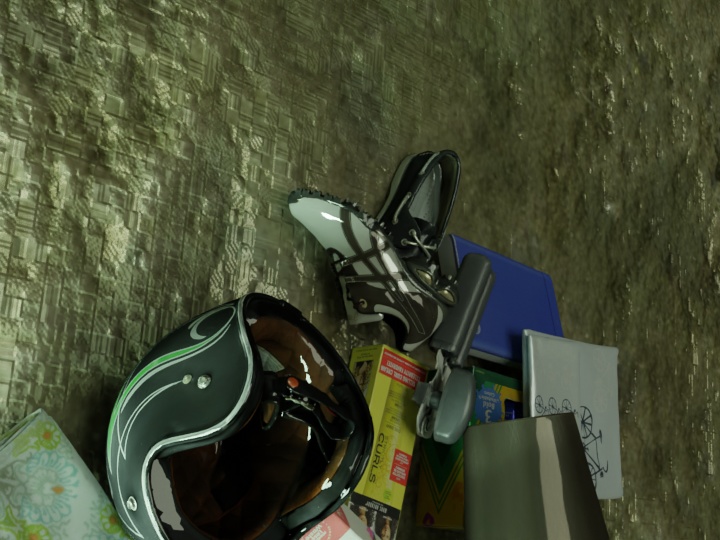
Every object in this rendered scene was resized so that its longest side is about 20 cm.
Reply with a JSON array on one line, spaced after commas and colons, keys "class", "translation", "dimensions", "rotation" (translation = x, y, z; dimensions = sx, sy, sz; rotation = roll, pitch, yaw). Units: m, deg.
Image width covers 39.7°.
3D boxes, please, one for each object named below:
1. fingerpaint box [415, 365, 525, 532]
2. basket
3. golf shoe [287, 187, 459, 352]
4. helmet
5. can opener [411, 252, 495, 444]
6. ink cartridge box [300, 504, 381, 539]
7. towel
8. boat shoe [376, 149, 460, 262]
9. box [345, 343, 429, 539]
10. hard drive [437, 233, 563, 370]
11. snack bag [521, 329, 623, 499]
[{"class": "fingerpaint box", "translation": [0.159, 0.209, 1.103], "dimensions": [0.199, 0.073, 0.169], "rotation": [21, 68, -39]}, {"class": "basket", "translation": [0.169, 0.245, 0.970], "dimensions": [0.178, 0.136, 0.203], "rotation": [0, 78, -31]}, {"class": "golf shoe", "translation": [0.000, 0.000, 0.974], "dimensions": [0.199, 0.078, 0.095], "rotation": [36, 80, -6]}, {"class": "helmet", "translation": [-0.105, 0.134, 0.785], "dimensions": [0.200, 0.191, 0.200], "rotation": [43, 16, -16]}, {"class": "can opener", "translation": [0.106, 0.080, 1.010], "dimensions": [0.202, 0.066, 0.053], "rotation": [-66, 153, -21]}, {"class": "ink cartridge box", "translation": [-0.020, 0.287, 0.882], "dimensions": [0.116, 0.067, 0.200], "rotation": [-43, 113, -1]}, {"class": "towel", "translation": [-0.230, 0.221, 0.708], "dimensions": [0.201, 0.048, 0.171], "rotation": [60, 33, -10]}, {"class": "boat shoe", "translation": [0.056, -0.045, 1.060], "dimensions": [0.075, 0.060, 0.202], "rotation": [32, 62, -35]}, {"class": "box", "translation": [0.011, 0.180, 0.983], "dimensions": [0.075, 0.050, 0.202], "rotation": [30, 62, -34]}, {"class": "hard drive", "translation": [0.167, 0.045, 1.147], "dimensions": [0.199, 0.025, 0.133], "rotation": [19, 55, -44]}, {"class": "snack bag", "translation": [0.246, 0.171, 1.132], "dimensions": [0.199, 0.021, 0.191], "rotation": [13, 72, -44]}]
